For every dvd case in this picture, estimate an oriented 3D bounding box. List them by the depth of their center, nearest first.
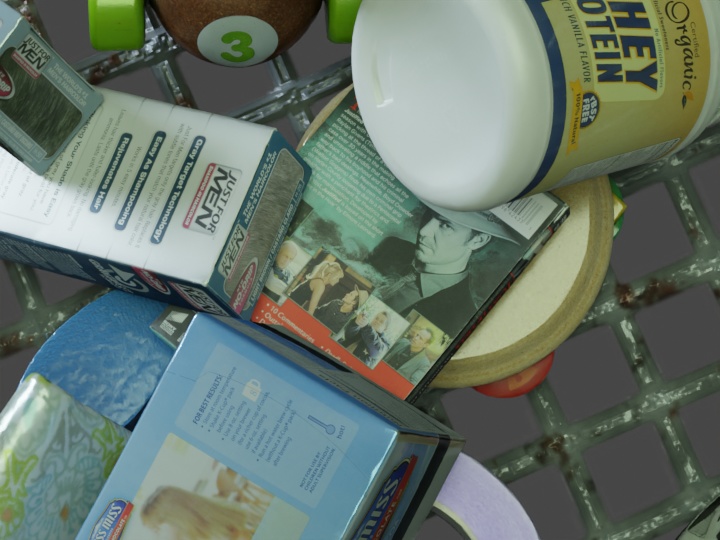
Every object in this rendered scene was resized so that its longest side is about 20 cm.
[{"bbox_3d":[0.000,0.000,1.674,0.146,0.022,0.200,37,82,17],"label":"dvd case"}]

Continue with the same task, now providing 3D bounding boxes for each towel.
[{"bbox_3d":[-0.169,0.161,1.647,0.048,0.200,0.171,26,83,35],"label":"towel"}]

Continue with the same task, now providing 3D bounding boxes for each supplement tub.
[{"bbox_3d":[0.110,-0.120,1.637,0.200,0.144,0.145,-17,82,-39],"label":"supplement tub"}]

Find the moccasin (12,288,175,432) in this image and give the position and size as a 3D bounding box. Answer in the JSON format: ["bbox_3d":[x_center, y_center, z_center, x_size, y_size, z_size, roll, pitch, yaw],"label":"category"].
[{"bbox_3d":[-0.172,0.093,1.712,0.080,0.068,0.200,38,84,12],"label":"moccasin"}]

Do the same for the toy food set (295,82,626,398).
[{"bbox_3d":[0.049,-0.024,1.731,0.198,0.049,0.200,41,85,5],"label":"toy food set"}]

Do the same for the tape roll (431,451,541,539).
[{"bbox_3d":[0.009,0.190,1.689,0.199,0.085,0.201,0,83,0],"label":"tape roll"}]

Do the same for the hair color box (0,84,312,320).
[{"bbox_3d":[-0.138,-0.045,1.683,0.200,0.061,0.100,14,73,29],"label":"hair color box"}]

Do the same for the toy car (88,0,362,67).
[{"bbox_3d":[-0.066,-0.185,1.600,0.164,0.200,0.158,-2,96,-3],"label":"toy car"}]

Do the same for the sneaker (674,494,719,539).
[{"bbox_3d":[0.230,0.147,1.690,0.074,0.089,0.200,36,87,3],"label":"sneaker"}]

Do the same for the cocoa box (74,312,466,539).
[{"bbox_3d":[-0.059,0.140,1.574,0.133,0.131,0.200,30,94,18],"label":"cocoa box"}]

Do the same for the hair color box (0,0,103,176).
[{"bbox_3d":[-0.245,-0.141,1.682,0.200,0.099,0.061,35,84,33],"label":"hair color box"}]
